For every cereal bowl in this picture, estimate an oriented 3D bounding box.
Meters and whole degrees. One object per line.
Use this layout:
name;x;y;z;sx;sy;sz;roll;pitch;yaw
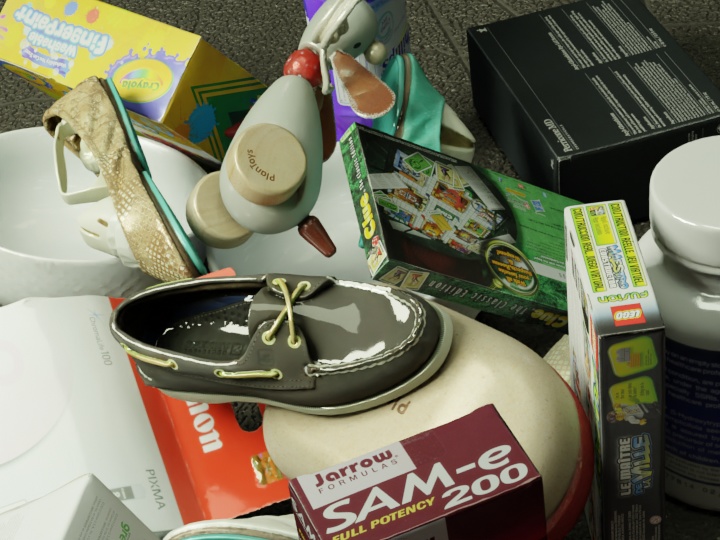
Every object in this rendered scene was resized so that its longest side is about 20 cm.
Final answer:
cereal bowl;-0.203;-0.024;1.201;0.199;0.084;0.200;7;30;-4
cereal bowl;0.000;0.000;1.135;0.199;0.084;0.201;-6;38;5

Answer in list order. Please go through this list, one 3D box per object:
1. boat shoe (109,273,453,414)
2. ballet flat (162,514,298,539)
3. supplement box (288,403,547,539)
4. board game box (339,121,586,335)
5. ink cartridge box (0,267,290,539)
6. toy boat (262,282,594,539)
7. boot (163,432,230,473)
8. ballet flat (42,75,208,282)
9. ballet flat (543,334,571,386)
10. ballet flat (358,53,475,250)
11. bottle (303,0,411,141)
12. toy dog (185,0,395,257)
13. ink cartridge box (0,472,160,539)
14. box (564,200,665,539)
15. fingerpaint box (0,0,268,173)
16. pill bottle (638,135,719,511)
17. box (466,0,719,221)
boat shoe;-0.048;0.036;0.925;0.200;0.061;0.072;-6;58;30
ballet flat;-0.013;0.170;0.960;0.199;0.070;0.070;5;40;10
supplement box;0.036;0.171;0.826;0.108;0.201;0.061;-20;39;-13
board game box;0.079;-0.018;1.014;0.199;0.023;0.105;17;43;-34
ink cartridge box;-0.147;0.085;0.985;0.199;0.057;0.163;-21;65;-5
toy boat;0.049;0.099;0.950;0.200;0.131;0.131;26;80;45
boot;-0.147;0.086;1.088;0.199;0.071;0.146;9;32;11
ballet flat;-0.162;-0.049;1.115;0.065;0.071;0.200;-26;49;-6
ballet flat;0.190;0.028;1.089;0.199;0.063;0.067;-27;42;-20
ballet flat;0.041;-0.068;1.103;0.070;0.068;0.201;18;38;-9
bottle;0.003;-0.147;1.238;0.065;0.201;0.084;7;40;21
toy dog;-0.025;-0.087;1.097;0.200;0.096;0.132;-55;10;-9
ink cartridge box;-0.136;0.239;0.847;0.084;0.176;0.200;-26;28;30
box;0.140;0.075;0.928;0.035;0.201;0.110;-7;38;1
fingerpaint box;-0.158;-0.140;1.285;0.199;0.167;0.074;23;85;35
pill bottle;0.213;0.030;0.970;0.119;0.201;0.120;-6;38;5
box;0.178;-0.123;1.271;0.140;0.079;0.200;-13;38;-10
